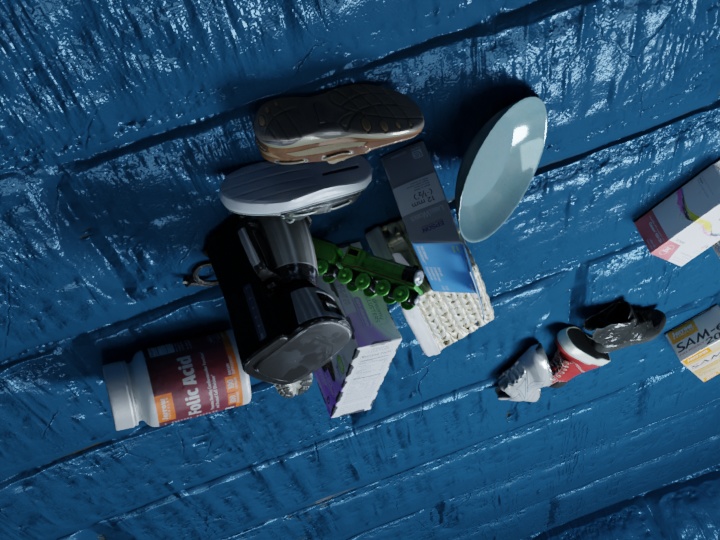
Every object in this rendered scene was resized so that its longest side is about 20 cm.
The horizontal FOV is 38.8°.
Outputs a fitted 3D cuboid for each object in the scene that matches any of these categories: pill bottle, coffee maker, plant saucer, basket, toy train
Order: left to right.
[{"bbox_3d":[-0.268,0.162,1.491,0.198,0.115,0.115,-13,149,-16],"label":"pill bottle"},{"bbox_3d":[-0.118,0.041,1.308,0.134,0.201,0.192,5,141,-36],"label":"coffee maker"},{"bbox_3d":[0.000,0.000,1.355,0.057,0.199,0.042,-65,148,-12],"label":"toy train"},{"bbox_3d":[0.105,0.013,1.477,0.123,0.136,0.200,-27,150,1],"label":"basket"},{"bbox_3d":[0.171,-0.135,1.314,0.201,0.039,0.202,-41,147,-34],"label":"plant saucer"}]

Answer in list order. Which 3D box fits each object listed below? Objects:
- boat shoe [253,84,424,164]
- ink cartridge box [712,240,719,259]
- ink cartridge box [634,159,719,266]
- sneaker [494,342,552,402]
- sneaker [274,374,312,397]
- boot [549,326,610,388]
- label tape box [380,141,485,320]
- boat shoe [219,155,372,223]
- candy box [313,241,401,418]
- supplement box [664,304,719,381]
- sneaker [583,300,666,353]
[{"bbox_3d":[-0.026,-0.163,1.176,0.198,0.076,0.072,-4,151,-11],"label":"boat shoe"},{"bbox_3d":[0.691,-0.063,1.730,0.199,0.129,0.125,-24,150,6],"label":"ink cartridge box"},{"bbox_3d":[0.559,-0.097,1.649,0.116,0.068,0.200,14,135,-45],"label":"ink cartridge box"},{"bbox_3d":[0.316,0.209,1.985,0.086,0.075,0.201,-9,147,-11],"label":"sneaker"},{"bbox_3d":[-0.128,0.100,1.524,0.076,0.085,0.201,-20,129,-18],"label":"sneaker"},{"bbox_3d":[0.389,0.179,1.985,0.144,0.073,0.200,-32,152,21],"label":"boot"},{"bbox_3d":[0.095,-0.042,1.311,0.066,0.201,0.143,-19,151,6],"label":"label tape box"},{"bbox_3d":[-0.078,-0.090,1.251,0.198,0.072,0.071,-9,144,-24],"label":"boat shoe"},{"bbox_3d":[-0.022,0.088,1.475,0.071,0.169,0.201,-11,148,-21],"label":"candy box"},{"bbox_3d":[0.742,0.158,2.169,0.126,0.074,0.200,-34,147,19],"label":"supplement box"},{"bbox_3d":[0.504,0.097,1.929,0.198,0.060,0.105,-19,143,-17],"label":"sneaker"}]
